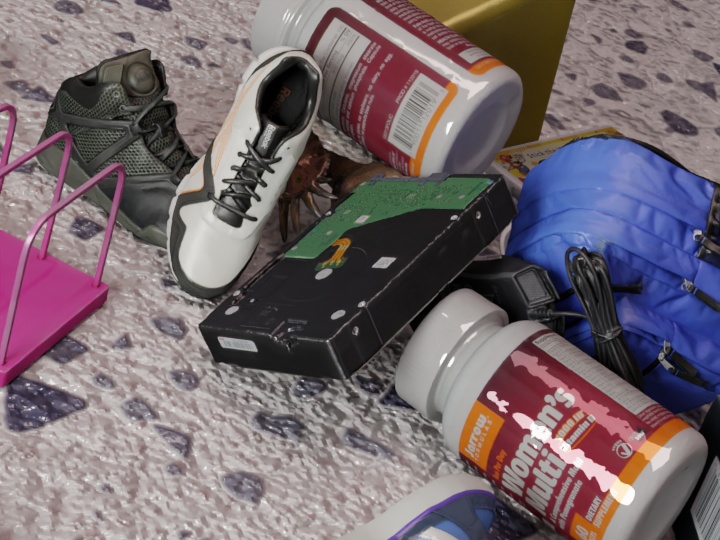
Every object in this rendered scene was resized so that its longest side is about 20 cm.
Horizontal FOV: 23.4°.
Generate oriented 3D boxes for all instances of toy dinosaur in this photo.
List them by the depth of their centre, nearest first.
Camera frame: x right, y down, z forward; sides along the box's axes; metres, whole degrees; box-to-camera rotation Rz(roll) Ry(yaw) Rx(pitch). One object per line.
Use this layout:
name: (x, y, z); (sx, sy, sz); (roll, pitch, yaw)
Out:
toy dinosaur: (0.004, -0.037, 1.358); (0.134, 0.086, 0.200); (-7, 44, -37)

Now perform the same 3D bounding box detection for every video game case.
video game case: (0.229, -0.066, 1.588); (0.199, 0.023, 0.182); (-15, 45, -43)

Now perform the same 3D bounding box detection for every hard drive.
hard drive: (0.000, 0.000, 1.211); (0.139, 0.038, 0.200); (3, 37, 46)

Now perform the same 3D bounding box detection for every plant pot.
plant pot: (0.052, -0.208, 1.562); (0.199, 0.201, 0.176); (36, 45, 26)

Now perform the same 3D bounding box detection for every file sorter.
file sorter: (-0.276, -0.045, 1.169); (0.198, 0.126, 0.139); (26, 31, 11)

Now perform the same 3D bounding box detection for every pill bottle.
pill bottle: (0.125, 0.103, 1.174); (0.199, 0.110, 0.109); (35, 34, 25)
pill bottle: (0.017, -0.154, 1.349); (0.199, 0.115, 0.114); (37, 35, 21)

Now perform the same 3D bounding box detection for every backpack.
backpack: (0.207, 0.002, 1.292); (0.199, 0.162, 0.169); (31, 58, -16)

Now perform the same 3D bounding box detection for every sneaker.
sneaker: (0.052, 0.209, 1.009); (0.146, 0.081, 0.199); (44, 34, 22)
sneaker: (-0.085, -0.075, 1.266); (0.073, 0.202, 0.080); (22, -4, -11)
sneaker: (-0.156, -0.092, 1.326); (0.199, 0.115, 0.076); (34, 35, 18)

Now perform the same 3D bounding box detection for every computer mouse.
computer mouse: (0.124, 0.049, 1.262); (0.199, 0.142, 0.046); (-8, 18, 46)

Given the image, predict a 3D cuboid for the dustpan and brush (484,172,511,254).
dustpan and brush: (0.142, -0.015, 1.418); (0.139, 0.058, 0.200); (-14, 44, -43)

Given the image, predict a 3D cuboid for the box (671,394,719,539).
box: (0.323, 0.184, 1.159); (0.198, 0.108, 0.149); (12, 31, -10)
